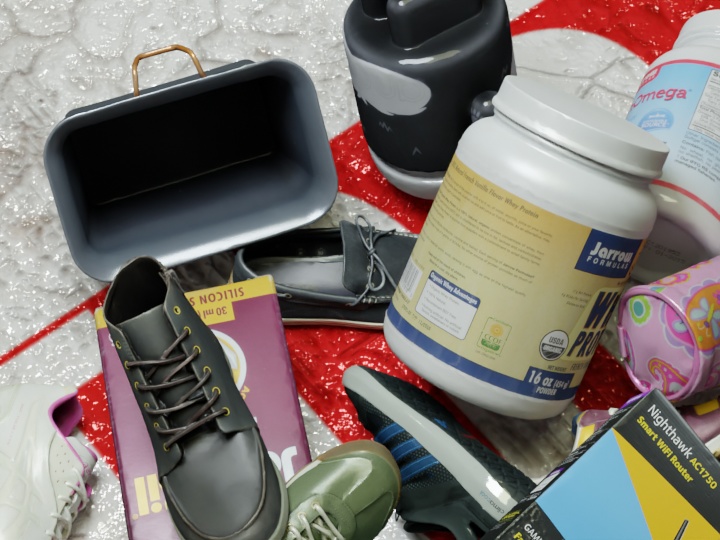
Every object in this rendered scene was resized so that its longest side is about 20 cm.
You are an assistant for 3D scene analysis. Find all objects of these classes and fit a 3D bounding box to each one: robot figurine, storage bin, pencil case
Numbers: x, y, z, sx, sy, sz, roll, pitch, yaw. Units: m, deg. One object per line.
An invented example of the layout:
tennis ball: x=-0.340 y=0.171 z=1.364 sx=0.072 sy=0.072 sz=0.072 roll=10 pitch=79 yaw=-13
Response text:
robot figurine: x=0.056 y=-0.145 z=1.338 sx=0.124 sy=0.201 sz=0.151 roll=1 pitch=47 yaw=13
storage bin: x=-0.135 y=-0.096 z=1.343 sx=0.199 sy=0.147 sz=0.134 roll=-17 pitch=19 yaw=-9
pencil case: x=0.266 y=0.024 z=1.252 sx=0.199 sy=0.088 sz=0.088 roll=-21 pitch=55 yaw=-35

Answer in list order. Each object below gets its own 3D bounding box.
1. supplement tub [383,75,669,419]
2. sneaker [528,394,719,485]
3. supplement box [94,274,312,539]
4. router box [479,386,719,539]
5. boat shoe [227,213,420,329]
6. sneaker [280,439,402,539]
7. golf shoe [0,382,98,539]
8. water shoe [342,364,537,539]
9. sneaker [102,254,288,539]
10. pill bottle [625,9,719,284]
supplement tub: x=0.114 y=-0.016 z=1.232 sx=0.144 sy=0.144 sz=0.201 roll=29 pitch=105 yaw=20
sneaker: x=0.193 y=0.116 z=1.234 sx=0.199 sy=0.075 sz=0.090 roll=-34 pitch=66 yaw=-19
supplement box: x=-0.101 y=0.120 z=1.231 sx=0.130 sy=0.103 sz=0.201 roll=-11 pitch=57 yaw=-6
router box: x=0.191 y=0.198 z=1.143 sx=0.149 sy=0.051 sz=0.200 roll=-40 pitch=90 yaw=-19
boat shoe: x=0.000 y=0.000 z=1.330 sx=0.198 sy=0.062 sz=0.075 roll=-3 pitch=55 yaw=0
sneaker: x=-0.050 y=0.189 z=1.098 sx=0.200 sy=0.090 sz=0.067 roll=-40 pitch=103 yaw=2
golf shoe: x=-0.221 y=0.158 z=1.233 sx=0.091 sy=0.076 sz=0.201 roll=-9 pitch=58 yaw=-7
water shoe: x=0.039 y=0.135 z=1.229 sx=0.200 sy=0.071 sz=0.079 roll=39 pitch=102 yaw=45
sneaker: x=-0.109 y=0.086 z=1.104 sx=0.074 sy=0.107 sz=0.200 roll=-28 pitch=44 yaw=0
pill bottle: x=0.247 y=-0.094 z=1.348 sx=0.108 sy=0.109 sz=0.201 roll=18 pitch=59 yaw=14
